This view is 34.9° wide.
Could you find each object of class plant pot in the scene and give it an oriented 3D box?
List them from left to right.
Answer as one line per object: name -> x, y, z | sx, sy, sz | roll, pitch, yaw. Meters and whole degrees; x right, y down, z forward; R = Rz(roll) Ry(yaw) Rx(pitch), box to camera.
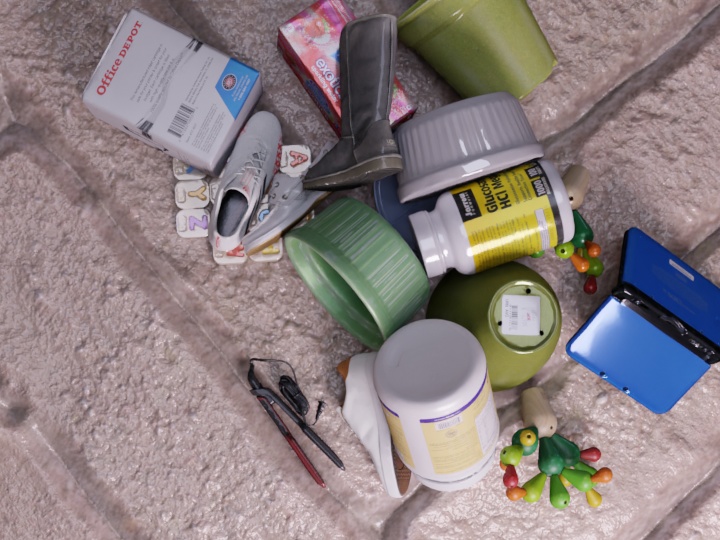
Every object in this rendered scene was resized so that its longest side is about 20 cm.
plant pot -> 0.166, -0.317, 1.566 | 0.200, 0.200, 0.185 | -40, 101, -8
plant pot -> 0.191, 0.067, 1.513 | 0.184, 0.200, 0.190 | 0, 85, -5

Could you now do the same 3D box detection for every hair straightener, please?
hair straightener -> -0.082, 0.195, 1.561 | 0.077, 0.041, 0.201 | -37, 85, -8

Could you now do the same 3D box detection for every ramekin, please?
ramekin -> 0.000, 0.000, 1.507 | 0.098, 0.200, 0.200 | -41, 90, -15
ramekin -> 0.132, -0.161, 1.483 | 0.200, 0.202, 0.095 | -17, 88, -7

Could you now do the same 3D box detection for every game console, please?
game console -> 0.401, 0.071, 1.600 | 0.199, 0.118, 0.172 | 33, 51, -20

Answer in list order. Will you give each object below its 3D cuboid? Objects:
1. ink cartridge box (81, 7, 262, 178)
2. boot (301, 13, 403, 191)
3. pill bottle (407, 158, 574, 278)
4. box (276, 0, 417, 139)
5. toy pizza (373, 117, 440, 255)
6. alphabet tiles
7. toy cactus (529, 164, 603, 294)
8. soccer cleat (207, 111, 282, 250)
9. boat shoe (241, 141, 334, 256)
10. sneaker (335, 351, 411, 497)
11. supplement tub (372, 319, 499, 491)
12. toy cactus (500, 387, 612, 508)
ink cartridge box -> -0.252, -0.239, 1.549 | 0.198, 0.084, 0.147 | 27, 82, 3
boot -> -0.015, -0.212, 1.479 | 0.072, 0.180, 0.203 | -2, 81, -50
pill bottle -> 0.167, -0.062, 1.481 | 0.198, 0.112, 0.114 | -19, 87, -1
box -> -0.020, -0.267, 1.576 | 0.102, 0.095, 0.201 | -34, 89, -8
toy pizza -> 0.107, -0.116, 1.592 | 0.198, 0.032, 0.203 | -1, 92, -21
alphabet tiles -> -0.162, -0.111, 1.589 | 0.193, 0.015, 0.203 | -3, 85, -6
toy cactus -> 0.274, -0.074, 1.600 | 0.199, 0.102, 0.166 | 35, 62, -1
soccer cleat -> -0.154, -0.122, 1.540 | 0.068, 0.085, 0.202 | 22, 83, -3
boat shoe -> -0.096, -0.100, 1.556 | 0.200, 0.071, 0.069 | -42, 94, -22
sneaker -> 0.016, 0.211, 1.561 | 0.084, 0.073, 0.203 | -10, 94, 28
supplement tub -> 0.102, 0.177, 1.470 | 0.143, 0.201, 0.147 | -8, 46, 9
toy cactus -> 0.253, 0.235, 1.538 | 0.198, 0.102, 0.167 | 10, 53, -32
